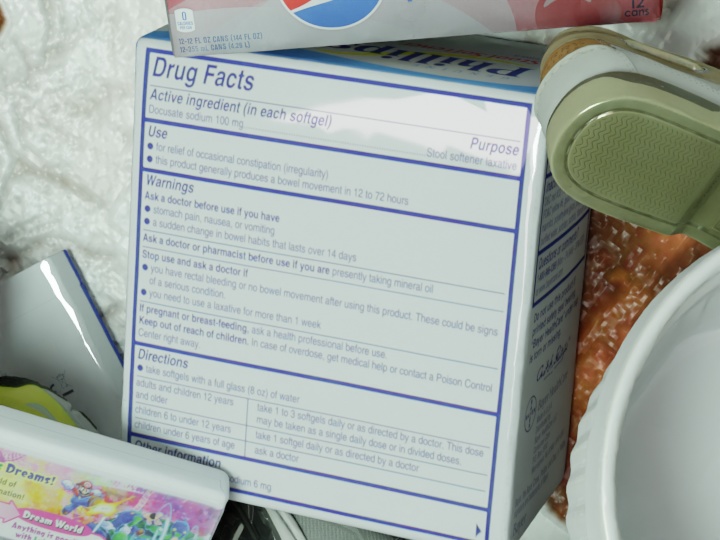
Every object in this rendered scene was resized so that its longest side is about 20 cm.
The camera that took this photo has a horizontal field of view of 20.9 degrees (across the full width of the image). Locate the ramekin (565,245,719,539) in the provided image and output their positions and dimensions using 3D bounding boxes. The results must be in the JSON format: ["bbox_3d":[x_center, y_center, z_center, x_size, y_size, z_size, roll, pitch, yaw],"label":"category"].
[{"bbox_3d":[0.167,0.085,0.693,0.198,0.105,0.202,1,80,-8],"label":"ramekin"}]

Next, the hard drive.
[{"bbox_3d":[-0.154,0.107,0.974,0.131,0.025,0.201,-26,93,25],"label":"hard drive"}]

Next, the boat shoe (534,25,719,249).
[{"bbox_3d":[0.154,-0.038,0.755,0.199,0.069,0.075,27,123,-26],"label":"boat shoe"}]

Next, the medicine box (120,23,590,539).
[{"bbox_3d":[0.000,0.000,0.844,0.180,0.103,0.202,10,107,18],"label":"medicine box"}]

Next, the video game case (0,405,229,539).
[{"bbox_3d":[-0.179,0.135,0.840,0.198,0.024,0.183,18,116,-14],"label":"video game case"}]

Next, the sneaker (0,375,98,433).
[{"bbox_3d":[-0.159,0.151,0.923,0.077,0.090,0.202,-3,101,24],"label":"sneaker"}]

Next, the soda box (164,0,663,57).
[{"bbox_3d":[0.020,-0.134,0.786,0.198,0.070,0.064,-4,117,5],"label":"soda box"}]

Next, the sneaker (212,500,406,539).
[{"bbox_3d":[-0.006,0.147,0.908,0.200,0.079,0.074,41,134,24],"label":"sneaker"}]
